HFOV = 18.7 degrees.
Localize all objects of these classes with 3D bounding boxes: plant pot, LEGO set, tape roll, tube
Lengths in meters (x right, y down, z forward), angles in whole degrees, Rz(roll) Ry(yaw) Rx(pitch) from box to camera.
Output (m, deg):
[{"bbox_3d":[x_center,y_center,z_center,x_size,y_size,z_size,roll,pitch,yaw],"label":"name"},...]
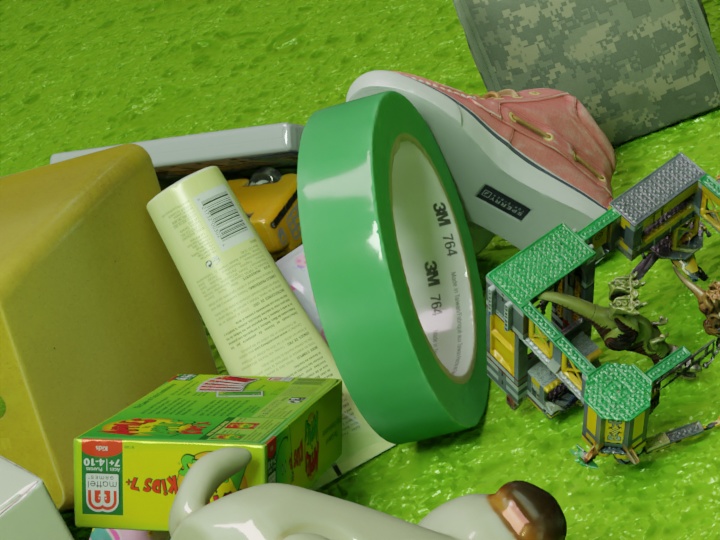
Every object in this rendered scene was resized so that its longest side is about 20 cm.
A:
[{"bbox_3d":[-0.218,0.060,1.311,0.198,0.202,0.176,-12,14,21],"label":"plant pot"},{"bbox_3d":[0.163,0.036,1.239,0.153,0.116,0.200,36,64,26],"label":"LEGO set"},{"bbox_3d":[0.022,-0.002,1.274,0.048,0.202,0.201,-13,29,17],"label":"tape roll"},{"bbox_3d":[-0.061,0.036,1.308,0.058,0.201,0.052,-33,-6,31],"label":"tube"}]

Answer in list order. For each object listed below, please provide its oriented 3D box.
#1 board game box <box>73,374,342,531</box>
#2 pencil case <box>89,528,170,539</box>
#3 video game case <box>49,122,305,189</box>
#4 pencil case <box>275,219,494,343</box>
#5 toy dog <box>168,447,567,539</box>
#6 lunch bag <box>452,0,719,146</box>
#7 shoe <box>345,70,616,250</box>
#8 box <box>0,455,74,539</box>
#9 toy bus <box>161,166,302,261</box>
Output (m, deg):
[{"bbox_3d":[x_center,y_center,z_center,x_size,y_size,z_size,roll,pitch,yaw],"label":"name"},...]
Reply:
[{"bbox_3d":[-0.078,0.097,1.189,0.101,0.048,0.200,1,7,11],"label":"board game box"},{"bbox_3d":[-0.067,0.163,1.181,0.199,0.088,0.087,8,41,44],"label":"pencil case"},{"bbox_3d":[-0.093,-0.078,1.581,0.198,0.022,0.182,-6,-5,28],"label":"video game case"},{"bbox_3d":[0.000,0.000,1.407,0.200,0.091,0.083,-43,11,-29],"label":"pencil case"},{"bbox_3d":[0.013,0.168,1.043,0.198,0.140,0.194,-3,37,-30],"label":"toy dog"},{"bbox_3d":[0.148,-0.191,1.513,0.163,0.201,0.118,-20,28,8],"label":"lunch bag"},{"bbox_3d":[0.080,-0.084,1.391,0.071,0.199,0.091,-44,23,41],"label":"shoe"},{"bbox_3d":[-0.164,0.192,1.077,0.078,0.201,0.095,-36,30,-25],"label":"box"},{"bbox_3d":[-0.123,-0.017,1.550,0.198,0.079,0.065,-5,31,32],"label":"toy bus"}]
